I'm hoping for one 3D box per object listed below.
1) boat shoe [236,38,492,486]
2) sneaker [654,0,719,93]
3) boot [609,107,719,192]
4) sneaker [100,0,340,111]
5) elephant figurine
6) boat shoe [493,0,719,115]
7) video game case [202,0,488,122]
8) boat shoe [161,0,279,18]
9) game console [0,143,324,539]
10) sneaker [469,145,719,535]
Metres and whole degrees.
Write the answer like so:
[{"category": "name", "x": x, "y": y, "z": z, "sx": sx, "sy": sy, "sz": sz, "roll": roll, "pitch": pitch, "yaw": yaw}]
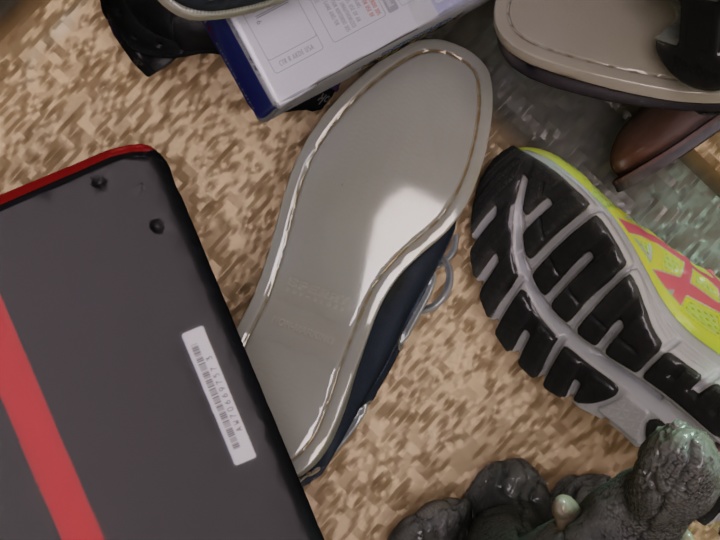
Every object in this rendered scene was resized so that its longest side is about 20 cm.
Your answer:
[{"category": "boat shoe", "x": 0.000, "y": 0.000, "z": 0.828, "sx": 0.075, "sy": 0.062, "sz": 0.201, "roll": 19, "pitch": 80, "yaw": 10}, {"category": "sneaker", "x": 0.156, "y": -0.167, "z": 0.696, "sx": 0.088, "sy": 0.074, "sz": 0.201, "roll": -13, "pitch": 120, "yaw": -32}, {"category": "boot", "x": 0.114, "y": -0.161, "z": 0.842, "sx": 0.186, "sy": 0.064, "sz": 0.200, "roll": -44, "pitch": 92, "yaw": -4}, {"category": "sneaker", "x": -0.091, "y": -0.129, "z": 0.815, "sx": 0.199, "sy": 0.076, "sz": 0.088, "roll": 25, "pitch": 95, "yaw": -5}, {"category": "elephant figurine", "x": 0.076, "y": 0.144, "z": 0.771, "sx": 0.141, "sy": 0.200, "sz": 0.156, "roll": -23, "pitch": 93, "yaw": -5}, {"category": "boat shoe", "x": 0.146, "y": -0.078, "z": 0.775, "sx": 0.199, "sy": 0.063, "sz": 0.073, "roll": 1, "pitch": 56, "yaw": -9}, {"category": "video game case", "x": -0.007, "y": -0.188, "z": 0.772, "sx": 0.181, "sy": 0.045, "sz": 0.200, "roll": -29, "pitch": 92, "yaw": -13}, {"category": "boat shoe", "x": 0.011, "y": -0.156, "z": 0.699, "sx": 0.200, "sy": 0.062, "sz": 0.075, "roll": -29, "pitch": 101, "yaw": -6}, {"category": "game console", "x": -0.120, "y": 0.074, "z": 0.736, "sx": 0.176, "sy": 0.031, "sz": 0.201, "roll": -23, "pitch": 94, "yaw": -11}, {"category": "sneaker", "x": 0.128, "y": 0.024, "z": 0.845, "sx": 0.200, "sy": 0.090, "sz": 0.078, "roll": 50, "pitch": 130, "yaw": 10}]
